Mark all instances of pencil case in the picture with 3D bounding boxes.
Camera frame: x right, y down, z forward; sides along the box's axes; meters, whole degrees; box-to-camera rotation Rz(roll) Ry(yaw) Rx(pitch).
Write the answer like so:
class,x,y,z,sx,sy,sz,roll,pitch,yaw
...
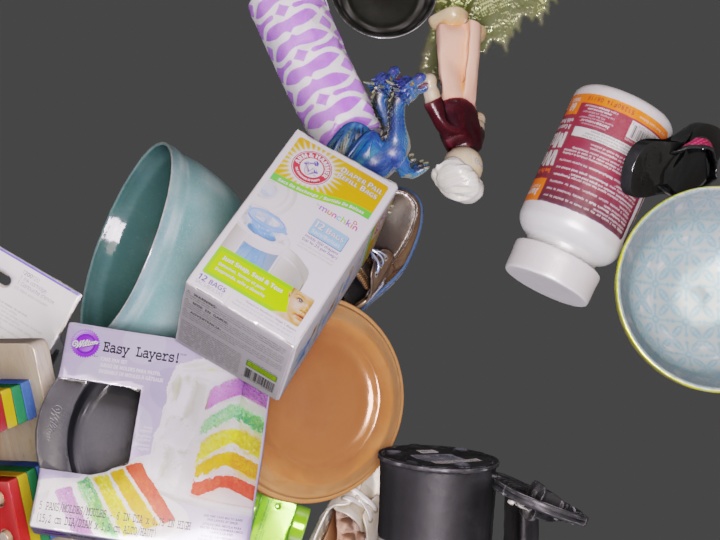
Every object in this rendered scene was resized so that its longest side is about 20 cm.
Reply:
class,x,y,z,sx,sy,sz,roll,pitch,yaw
pencil case,-0.043,-0.211,1.380,0.085,0.084,0.202,-21,83,-25

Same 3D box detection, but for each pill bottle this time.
class,x,y,z,sx,sy,sz,roll,pitch,yaw
pill bottle,0.225,-0.074,1.344,0.109,0.110,0.202,26,82,3

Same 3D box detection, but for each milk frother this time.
class,x,y,z,sx,sy,sz,roll,pitch,yaw
milk frother,0.104,0.271,1.238,0.178,0.200,0.190,2,93,-9

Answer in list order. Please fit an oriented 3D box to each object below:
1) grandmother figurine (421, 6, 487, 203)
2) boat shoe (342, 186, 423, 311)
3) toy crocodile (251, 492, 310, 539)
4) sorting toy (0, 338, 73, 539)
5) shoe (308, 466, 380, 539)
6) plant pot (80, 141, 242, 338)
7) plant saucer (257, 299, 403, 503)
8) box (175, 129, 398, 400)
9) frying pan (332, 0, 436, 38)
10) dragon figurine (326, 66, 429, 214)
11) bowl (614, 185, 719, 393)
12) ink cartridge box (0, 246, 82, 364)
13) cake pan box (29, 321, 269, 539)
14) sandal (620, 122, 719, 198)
class,x,y,z,sx,sy,sz,roll,pitch,yaw
grandmother figurine,0.098,-0.163,1.352,0.060,0.121,0.202,-19,63,40
boat shoe,0.000,0.000,1.351,0.072,0.072,0.201,32,83,4
toy crocodile,-0.076,0.206,1.332,0.067,0.062,0.202,13,86,1
sorting toy,-0.362,0.170,1.239,0.197,0.069,0.202,-2,102,34
shoe,-0.013,0.265,1.322,0.069,0.053,0.201,29,83,4
plant pot,-0.169,-0.006,1.305,0.133,0.200,0.202,22,81,-23
plant saucer,-0.046,0.123,1.281,0.198,0.037,0.203,0,90,-22
box,-0.064,-0.008,1.192,0.112,0.102,0.201,30,56,5
frying pan,0.035,-0.332,1.420,0.114,0.031,0.192,16,79,2
dragon figurine,0.000,-0.107,1.309,0.200,0.059,0.099,-46,121,-2
bowl,0.342,0.024,1.332,0.198,0.108,0.203,0,82,-1
ink cartridge box,-0.406,0.065,1.352,0.197,0.043,0.201,30,85,4
cake pan box,-0.183,0.150,1.183,0.198,0.052,0.186,11,70,-6
sandal,0.319,-0.101,1.323,0.045,0.199,0.076,20,111,33
